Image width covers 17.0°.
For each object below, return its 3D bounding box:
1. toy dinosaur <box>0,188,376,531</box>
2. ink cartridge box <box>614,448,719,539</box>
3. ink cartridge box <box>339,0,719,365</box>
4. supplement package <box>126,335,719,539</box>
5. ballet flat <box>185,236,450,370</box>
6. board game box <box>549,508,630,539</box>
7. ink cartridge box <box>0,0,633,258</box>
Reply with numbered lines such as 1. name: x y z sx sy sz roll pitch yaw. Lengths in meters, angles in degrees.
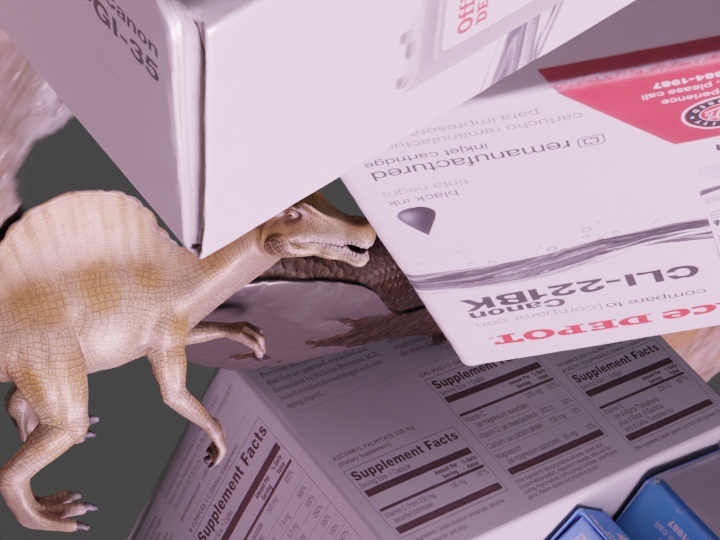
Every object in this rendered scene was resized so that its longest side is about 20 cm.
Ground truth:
1. toy dinosaur: -0.095 0.023 0.730 0.200 0.058 0.101 -16 126 -20
2. ink cartridge box: 0.135 0.190 0.964 0.085 0.145 0.200 -14 144 -50
3. ink cartridge box: 0.075 -0.049 0.735 0.144 0.084 0.200 -10 157 12
4. supplement package: 0.021 0.097 0.948 0.200 0.111 0.156 -17 146 -44
5. ballet flat: 0.000 0.000 0.847 0.200 0.046 0.067 -3 157 -48
6. board game box: 0.067 0.212 0.887 0.200 0.151 0.037 -47 158 11
7. ink cartridge box: 0.003 -0.117 0.511 0.200 0.147 0.083 -31 154 -22
